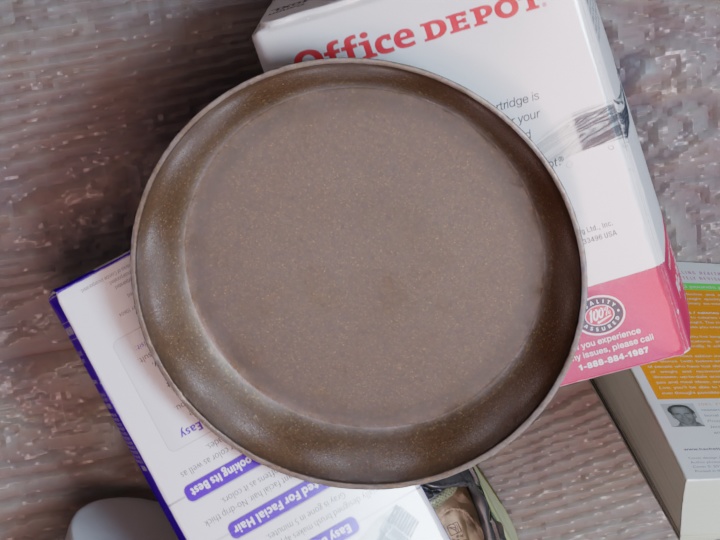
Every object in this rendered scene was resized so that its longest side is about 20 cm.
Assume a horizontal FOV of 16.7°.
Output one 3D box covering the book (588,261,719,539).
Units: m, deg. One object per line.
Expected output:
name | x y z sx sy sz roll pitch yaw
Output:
book | 0.187 0.056 1.159 0.133 0.200 0.048 -2 116 -10

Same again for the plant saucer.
plant saucer | 0.000 0.000 1.075 0.200 0.032 0.200 3 110 7

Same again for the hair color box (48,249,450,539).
hair color box | -0.050 0.074 1.146 0.109 0.065 0.200 -28 91 -10

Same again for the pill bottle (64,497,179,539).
pill bottle | -0.130 0.219 1.229 0.113 0.113 0.200 11 113 -16

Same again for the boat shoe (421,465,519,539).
boat shoe | 0.026 0.103 1.227 0.073 0.065 0.200 -33 117 9

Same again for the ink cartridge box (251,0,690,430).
ink cartridge box | 0.053 -0.047 1.113 0.145 0.084 0.200 -16 108 11
